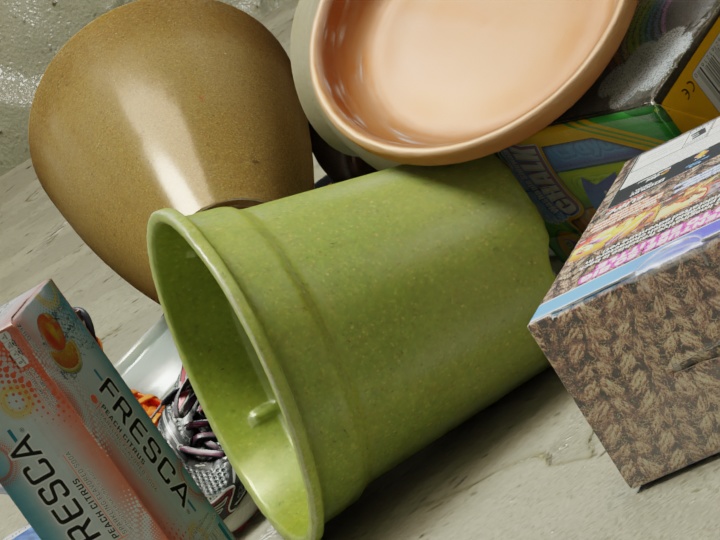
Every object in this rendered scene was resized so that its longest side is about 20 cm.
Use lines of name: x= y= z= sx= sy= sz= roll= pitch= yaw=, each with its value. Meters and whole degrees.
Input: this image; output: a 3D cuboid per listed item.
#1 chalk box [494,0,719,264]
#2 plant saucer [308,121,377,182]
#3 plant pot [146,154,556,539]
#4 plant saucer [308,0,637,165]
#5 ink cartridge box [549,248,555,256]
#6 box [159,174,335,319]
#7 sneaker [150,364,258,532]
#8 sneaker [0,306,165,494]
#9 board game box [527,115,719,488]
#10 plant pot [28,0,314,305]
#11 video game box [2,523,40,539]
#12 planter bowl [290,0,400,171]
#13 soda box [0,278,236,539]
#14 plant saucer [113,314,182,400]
chalk box: x=0.156 y=-0.076 z=1.643 sx=0.200 sy=0.124 sz=0.124 roll=-8 pitch=39 yaw=52
plant saucer: x=0.064 y=-0.098 z=1.967 sx=0.200 sy=0.200 sz=0.035 roll=-28 pitch=47 yaw=20
plant pot: x=0.008 y=0.024 z=1.605 sx=0.184 sy=0.201 sz=0.200 roll=-24 pitch=10 yaw=-14
plant saucer: x=0.066 y=-0.139 z=1.613 sx=0.200 sy=0.037 sz=0.200 roll=-17 pitch=52 yaw=23
ink cartridge box: x=0.182 y=-0.073 z=1.849 sx=0.200 sy=0.047 sz=0.160 roll=-12 pitch=24 yaw=49
box: x=-0.044 y=-0.019 z=2.104 sx=0.200 sy=0.046 sz=0.159 roll=-36 pitch=-4 yaw=-16
sneaker: x=-0.083 y=0.069 z=1.721 sx=0.081 sy=0.075 sz=0.200 roll=9 pitch=59 yaw=15
sneaker: x=-0.154 y=0.081 z=1.793 sx=0.200 sy=0.112 sz=0.078 roll=0 pitch=10 yaw=20
board game box: x=0.193 y=-0.007 z=1.411 sx=0.159 sy=0.097 sz=0.200 roll=-26 pitch=14 yaw=29
plant pot: x=-0.105 y=-0.051 z=1.875 sx=0.186 sy=0.186 sz=0.200 roll=-32 pitch=33 yaw=3
video game box: x=-0.220 y=0.212 z=1.734 sx=0.182 sy=0.047 sz=0.200 roll=-35 pitch=12 yaw=-3
planter bowl: x=0.044 y=-0.134 z=1.793 sx=0.135 sy=0.200 sz=0.200 roll=-6 pitch=26 yaw=38
soda box: x=-0.144 y=0.109 z=1.569 sx=0.068 sy=0.200 sz=0.064 roll=-29 pitch=12 yaw=24
plant saucer: x=-0.137 y=0.073 z=1.932 sx=0.200 sy=0.050 sz=0.200 roll=-45 pitch=0 yaw=0
